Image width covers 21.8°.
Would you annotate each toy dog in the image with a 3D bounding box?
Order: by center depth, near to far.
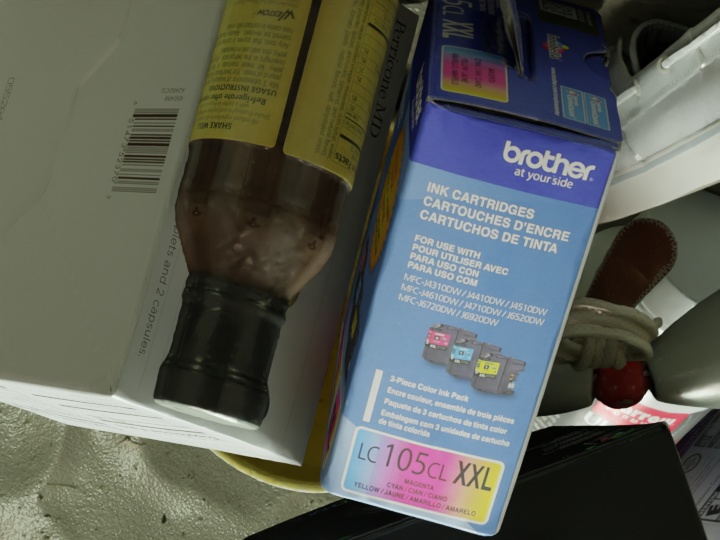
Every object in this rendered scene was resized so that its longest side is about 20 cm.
[{"bbox_3d":[0.153,0.016,0.857,0.198,0.097,0.132,7,153,-13],"label":"toy dog"}]

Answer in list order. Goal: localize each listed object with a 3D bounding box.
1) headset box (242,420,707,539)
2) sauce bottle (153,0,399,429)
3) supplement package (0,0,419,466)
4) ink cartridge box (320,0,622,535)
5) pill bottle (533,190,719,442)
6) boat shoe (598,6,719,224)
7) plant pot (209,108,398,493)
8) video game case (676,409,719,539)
[{"bbox_3d":[0.047,0.138,0.818,0.172,0.094,0.200,-19,178,-9],"label":"headset box"},{"bbox_3d":[-0.032,-0.045,0.677,0.064,0.202,0.065,15,171,3],"label":"sauce bottle"},{"bbox_3d":[-0.086,-0.036,0.789,0.155,0.202,0.110,4,166,43],"label":"supplement package"},{"bbox_3d":[0.045,-0.024,0.719,0.075,0.202,0.137,14,-153,-4],"label":"ink cartridge box"},{"bbox_3d":[0.139,0.047,1.009,0.110,0.112,0.200,17,139,-15],"label":"pill bottle"},{"bbox_3d":[0.125,-0.066,0.735,0.071,0.069,0.200,-21,178,-14],"label":"boat shoe"},{"bbox_3d":[0.000,0.000,0.977,0.198,0.203,0.142,9,-168,26],"label":"plant pot"},{"bbox_3d":[0.209,0.089,1.103,0.023,0.200,0.182,53,154,-20],"label":"video game case"}]
